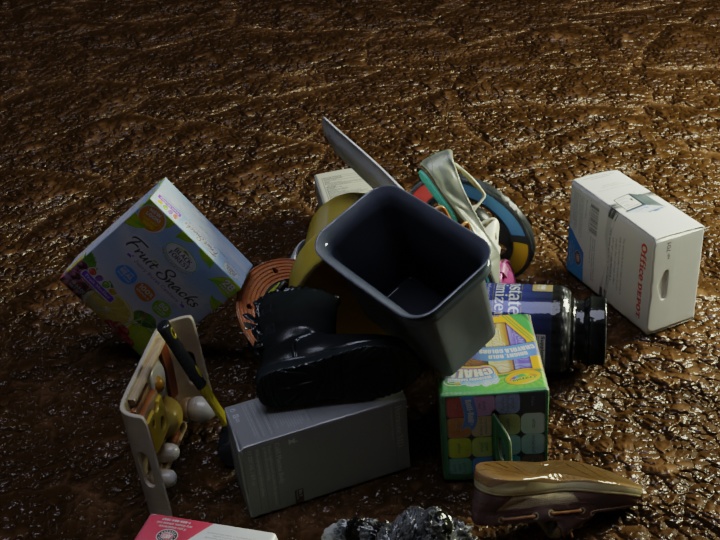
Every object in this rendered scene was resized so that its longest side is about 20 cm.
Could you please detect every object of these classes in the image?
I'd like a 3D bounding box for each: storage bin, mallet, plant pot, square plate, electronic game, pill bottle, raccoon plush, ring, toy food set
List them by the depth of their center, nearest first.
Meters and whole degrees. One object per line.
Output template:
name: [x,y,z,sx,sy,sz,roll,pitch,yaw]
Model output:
raccoon plush: [0.036,0.318,1.055,0.199,0.097,0.135,-20,32,39]
storage bin: [0.067,0.013,1.202,0.145,0.135,0.199,-40,46,-16]
mallet: [-0.181,0.145,1.241,0.041,0.201,0.066,-20,37,15]
toy food set: [-0.214,0.167,1.247,0.060,0.145,0.201,-4,30,9]
pill bottle: [0.212,0.073,1.373,0.197,0.113,0.112,1,31,11]
plant pot: [0.000,0.000,1.403,0.198,0.203,0.190,-7,33,-4]
square plate: [0.040,-0.105,1.434,0.028,0.198,0.200,-46,67,3]
ring: [-0.074,0.067,1.436,0.198,0.019,0.202,18,44,-18]
electronic game: [0.154,-0.060,1.524,0.198,0.201,0.042,14,53,29]

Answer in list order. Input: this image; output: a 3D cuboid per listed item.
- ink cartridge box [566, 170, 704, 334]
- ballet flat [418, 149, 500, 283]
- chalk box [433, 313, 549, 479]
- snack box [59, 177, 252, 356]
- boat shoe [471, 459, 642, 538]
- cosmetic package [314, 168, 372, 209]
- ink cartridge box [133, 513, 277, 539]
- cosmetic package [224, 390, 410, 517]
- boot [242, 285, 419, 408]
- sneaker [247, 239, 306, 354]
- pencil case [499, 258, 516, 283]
ink cartridge box: [0.373,-0.029,1.486,0.085,0.148,0.200,-15,32,-20]
ballet flat: [0.149,-0.069,1.423,0.063,0.201,0.067,-30,1,-8]
chalk box: [0.148,0.156,1.232,0.122,0.126,0.201,-3,29,3]
snack box: [-0.272,0.002,1.429,0.199,0.169,0.068,-37,18,27]
boat shoe: [0.205,0.245,1.135,0.198,0.073,0.072,6,7,-25]
cosmetic package: [-0.007,-0.078,1.684,0.102,0.088,0.201,-9,32,-5]
ink cartridge box: [-0.174,0.337,1.016,0.143,0.084,0.200,5,32,18]
cosmetic package: [-0.047,0.190,1.224,0.198,0.108,0.090,-15,32,-12]
boot: [-0.037,0.079,1.237,0.196,0.074,0.163,-10,31,1]
sneaker: [-0.106,0.049,1.517,0.074,0.085,0.201,38,53,-11]
pencil case: [0.121,0.008,1.516,0.198,0.095,0.091,10,33,22]
